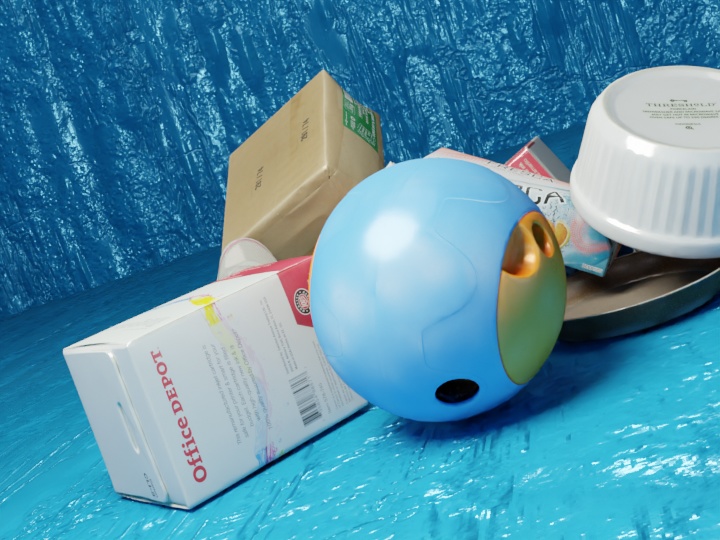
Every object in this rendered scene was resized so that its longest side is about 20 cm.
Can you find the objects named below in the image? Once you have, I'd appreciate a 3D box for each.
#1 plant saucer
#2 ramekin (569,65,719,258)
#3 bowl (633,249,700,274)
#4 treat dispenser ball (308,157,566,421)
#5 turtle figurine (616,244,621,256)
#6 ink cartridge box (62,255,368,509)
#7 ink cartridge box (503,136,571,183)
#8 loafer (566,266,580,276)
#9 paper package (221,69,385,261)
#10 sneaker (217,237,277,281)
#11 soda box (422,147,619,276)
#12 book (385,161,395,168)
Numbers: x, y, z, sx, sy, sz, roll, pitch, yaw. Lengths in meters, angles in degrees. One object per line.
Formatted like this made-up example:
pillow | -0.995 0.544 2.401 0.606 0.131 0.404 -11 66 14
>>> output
plant saucer | 0.241 0.021 0.984 0.199 0.032 0.200 -19 7 3
ramekin | 0.288 -0.105 0.974 0.200 0.095 0.203 -3 37 2
bowl | 0.357 -0.072 1.106 0.199 0.095 0.201 -20 9 3
treat dispenser ball | 0.059 0.014 0.846 0.199 0.202 0.201 -19 8 3
turtle figurine | 0.349 -0.102 1.213 0.199 0.162 0.064 -32 42 -23
ink cartridge box | -0.127 0.094 0.957 0.199 0.146 0.144 -25 10 -36
ink cartridge box | 0.141 -0.045 1.201 0.200 0.083 0.145 -44 -1 18
loafer | 0.249 -0.060 1.198 0.063 0.072 0.200 18 39 15
paper package | -0.066 -0.102 1.298 0.190 0.103 0.201 -38 33 26
sneaker | -0.103 0.033 1.151 0.081 0.089 0.201 -10 50 -14
soda box | 0.152 -0.059 1.058 0.199 0.064 0.068 17 21 16
book | 0.000 0.000 1.161 0.200 0.048 0.134 -48 30 19
